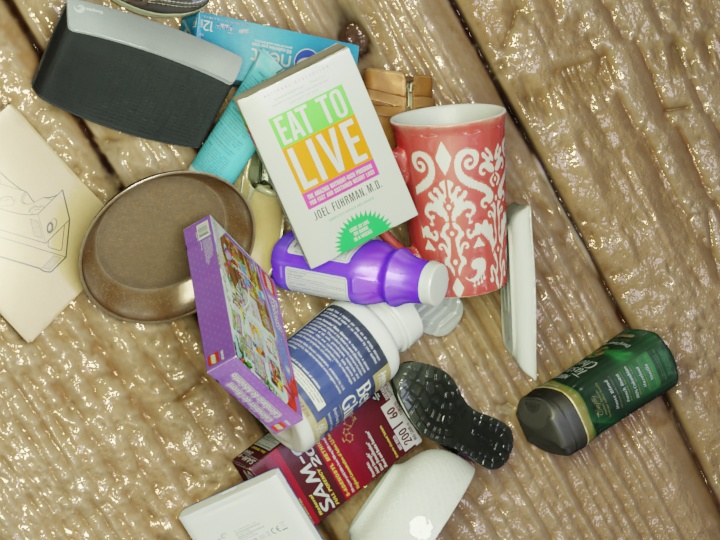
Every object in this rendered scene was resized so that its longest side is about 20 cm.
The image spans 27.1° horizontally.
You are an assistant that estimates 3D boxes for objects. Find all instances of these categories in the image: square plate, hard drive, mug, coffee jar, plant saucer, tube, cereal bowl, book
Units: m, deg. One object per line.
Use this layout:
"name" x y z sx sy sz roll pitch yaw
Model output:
"square plate" 0.186 0.020 1.781 0.028 0.200 0.200 -2 94 1
"hard drive" -0.238 -0.203 1.591 0.198 0.135 0.043 16 40 -23
"mug" 0.087 -0.079 1.710 0.176 0.134 0.202 -4 106 8
"coffee jar" 0.296 0.154 1.879 0.199 0.104 0.086 -30 102 -23
"plant saucer" -0.212 -0.032 1.614 0.199 0.037 0.202 -16 133 -18
"tube" -0.141 -0.141 1.636 0.201 0.077 0.050 -55 150 15
"cereal bowl" 0.045 0.285 1.721 0.083 0.200 0.201 36 75 3
"hard drive" -0.100 0.332 1.694 0.131 0.025 0.201 -25 106 17
"book" -0.037 -0.121 1.595 0.133 0.048 0.201 -27 110 -8

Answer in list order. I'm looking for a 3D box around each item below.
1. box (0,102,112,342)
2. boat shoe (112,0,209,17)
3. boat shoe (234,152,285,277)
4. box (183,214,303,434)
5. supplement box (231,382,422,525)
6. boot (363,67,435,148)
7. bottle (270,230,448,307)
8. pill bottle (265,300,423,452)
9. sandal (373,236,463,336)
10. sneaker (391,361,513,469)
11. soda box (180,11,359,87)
"box" -0.364 -0.051 1.591 0.164 0.021 0.200 -46 110 -17
"boat shoe" -0.247 -0.324 1.614 0.198 0.065 0.073 15 84 -27
"boat shoe" -0.114 -0.085 1.682 0.071 0.076 0.202 -5 94 -26
"box" -0.124 0.056 1.570 0.039 0.201 0.137 -28 137 14
"supplement box" -0.038 0.210 1.740 0.199 0.061 0.109 -36 107 -20
"boot" 0.011 -0.158 1.740 0.198 0.076 0.157 -2 94 -29
"bottle" 0.000 0.000 1.656 0.083 0.198 0.066 -37 131 -52
"pill bottle" -0.026 0.102 1.679 0.200 0.111 0.112 -39 108 -22
"sandal" 0.040 0.019 1.782 0.202 0.050 0.083 38 90 -35
"sneaker" 0.089 0.173 1.778 0.200 0.087 0.076 42 71 -33
"soda box" -0.105 -0.237 1.688 0.198 0.064 0.069 8 89 -26
